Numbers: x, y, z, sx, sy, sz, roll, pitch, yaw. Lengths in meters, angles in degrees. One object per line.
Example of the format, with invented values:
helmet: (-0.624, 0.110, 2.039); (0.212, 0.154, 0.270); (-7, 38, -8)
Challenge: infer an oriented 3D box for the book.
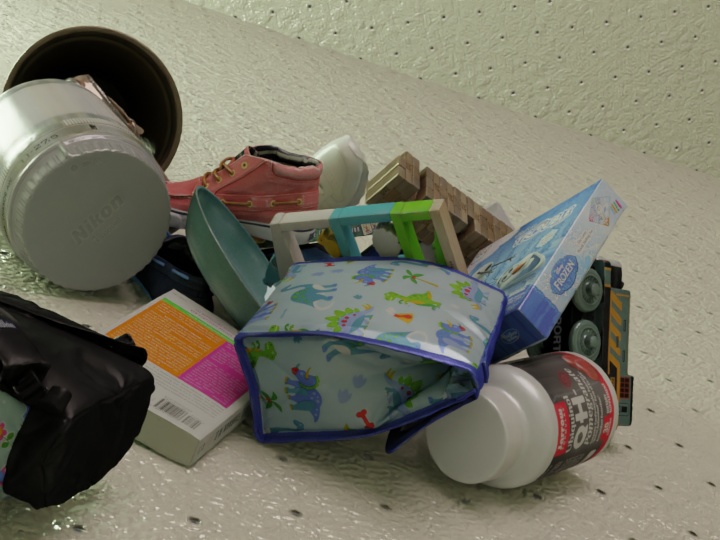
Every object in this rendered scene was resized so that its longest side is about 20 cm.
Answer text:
book: (-0.153, 0.087, 1.082); (0.134, 0.048, 0.200); (28, 19, 10)

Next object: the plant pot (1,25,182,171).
plant pot: (-0.317, -0.178, 1.506); (0.200, 0.200, 0.174); (16, 1, -15)

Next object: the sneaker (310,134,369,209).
sneaker: (-0.063, -0.089, 1.521); (0.080, 0.200, 0.076); (-17, 73, -38)

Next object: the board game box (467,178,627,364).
board game box: (0.146, 0.019, 1.260); (0.043, 0.200, 0.199); (46, 51, -9)

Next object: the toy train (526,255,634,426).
toy train: (0.231, 0.077, 1.332); (0.114, 0.200, 0.085); (8, -9, -42)

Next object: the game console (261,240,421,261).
game console: (-0.013, -0.028, 1.473); (0.171, 0.118, 0.200); (29, 18, 25)

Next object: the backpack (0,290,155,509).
backpack: (-0.258, 0.076, 0.854); (0.200, 0.127, 0.167); (23, 5, 10)

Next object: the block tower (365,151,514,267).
block tower: (0.099, -0.051, 1.405); (0.200, 0.058, 0.054); (35, 34, -25)

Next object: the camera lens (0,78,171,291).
camera lens: (-0.287, -0.087, 1.260); (0.160, 0.160, 0.200); (9, 21, -35)

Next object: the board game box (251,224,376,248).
board game box: (-0.082, -0.039, 1.455); (0.200, 0.023, 0.105); (-8, 5, -39)

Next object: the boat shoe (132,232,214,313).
boat shoe: (-0.179, -0.004, 1.288); (0.084, 0.069, 0.200); (10, 20, -33)

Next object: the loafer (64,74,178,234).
loafer: (-0.255, -0.126, 1.407); (0.063, 0.200, 0.072); (-30, 7, -28)

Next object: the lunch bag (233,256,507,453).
lunch bag: (0.018, 0.065, 1.096); (0.200, 0.128, 0.170); (-6, 22, 17)

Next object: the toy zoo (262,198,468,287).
toy zoo: (0.000, 0.000, 1.190); (0.200, 0.131, 0.020); (-4, 35, 26)

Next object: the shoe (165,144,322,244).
shoe: (-0.140, -0.090, 1.348); (0.200, 0.091, 0.071); (9, 22, -5)

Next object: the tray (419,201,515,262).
tray: (0.132, -0.006, 1.477); (0.200, 0.022, 0.107); (-28, 88, -51)

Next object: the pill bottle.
pill bottle: (0.145, 0.136, 1.166); (0.111, 0.111, 0.200); (31, 20, 30)

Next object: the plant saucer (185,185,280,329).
plant saucer: (-0.114, 0.010, 1.246); (0.200, 0.036, 0.200); (55, 5, -7)
